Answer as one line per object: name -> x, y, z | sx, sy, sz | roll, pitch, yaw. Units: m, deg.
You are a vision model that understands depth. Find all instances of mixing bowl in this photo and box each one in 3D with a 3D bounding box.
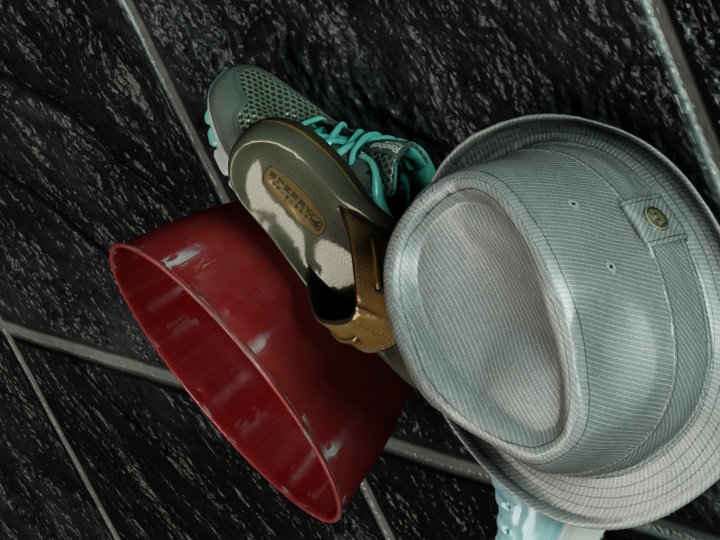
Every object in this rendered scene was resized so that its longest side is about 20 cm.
mixing bowl -> -0.039, 0.031, 1.454 | 0.200, 0.108, 0.200 | 45, 164, 17

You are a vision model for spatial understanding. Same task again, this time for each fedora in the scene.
fedora -> 0.081, 0.025, 1.176 | 0.177, 0.090, 0.201 | -31, 76, 33

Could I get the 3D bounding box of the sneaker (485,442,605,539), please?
sneaker -> 0.090, 0.099, 1.278 | 0.082, 0.074, 0.200 | 30, 113, 3

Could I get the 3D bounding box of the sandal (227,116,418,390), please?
sandal -> 0.000, 0.000, 1.303 | 0.200, 0.055, 0.082 | 45, 128, 13

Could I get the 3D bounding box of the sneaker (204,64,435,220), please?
sneaker -> 0.000, -0.048, 1.367 | 0.200, 0.078, 0.091 | 46, 136, 14
